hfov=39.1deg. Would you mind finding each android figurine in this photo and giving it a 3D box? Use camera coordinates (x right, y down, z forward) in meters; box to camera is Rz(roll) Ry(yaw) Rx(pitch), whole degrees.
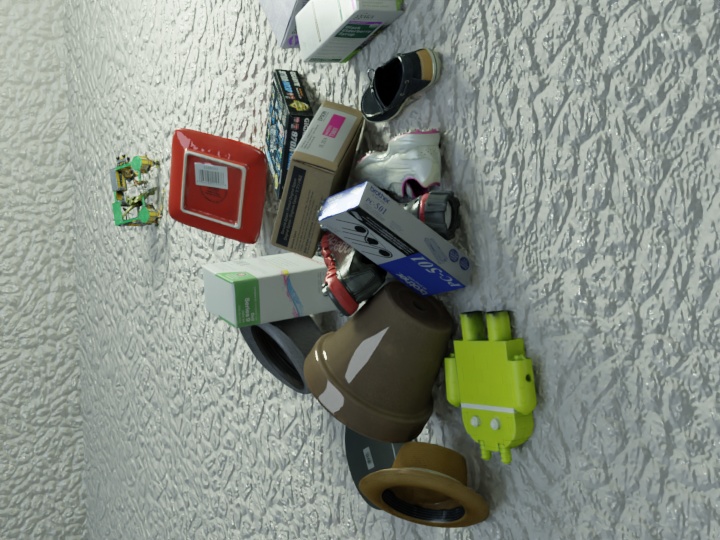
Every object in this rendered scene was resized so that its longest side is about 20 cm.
[{"bbox_3d":[0.172,0.153,1.343,0.182,0.041,0.201,-3,92,62],"label":"android figurine"}]

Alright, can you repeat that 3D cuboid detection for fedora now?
[{"bbox_3d":[0.094,0.294,1.423,0.201,0.200,0.082,-43,26,56],"label":"fedora"},{"bbox_3d":[-0.121,0.128,1.796,0.200,0.090,0.177,16,139,56],"label":"fedora"}]

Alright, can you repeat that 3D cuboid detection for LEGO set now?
[{"bbox_3d":[-0.547,-0.194,2.565,0.153,0.116,0.201,-21,80,31],"label":"LEGO set"}]

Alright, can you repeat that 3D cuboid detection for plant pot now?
[{"bbox_3d":[0.043,0.117,1.446,0.175,0.200,0.200,-58,44,24],"label":"plant pot"}]

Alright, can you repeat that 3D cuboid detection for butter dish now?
[{"bbox_3d":[-0.255,-0.180,1.964,0.199,0.148,0.200,17,119,14],"label":"butter dish"}]

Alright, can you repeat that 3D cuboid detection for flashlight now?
[{"bbox_3d":[0.036,-0.077,1.411,0.199,0.068,0.068,2,134,25],"label":"flashlight"}]

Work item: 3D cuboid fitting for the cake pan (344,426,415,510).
[{"bbox_3d":[0.030,0.298,1.642,0.200,0.037,0.201,24,117,58],"label":"cake pan"}]

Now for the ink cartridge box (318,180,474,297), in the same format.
[{"bbox_3d":[0.049,-0.039,1.360,0.094,0.200,0.044,-16,46,51],"label":"ink cartridge box"}]

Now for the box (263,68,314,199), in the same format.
[{"bbox_3d":[-0.125,-0.236,1.744,0.200,0.046,0.160,-111,27,-56],"label":"box"}]

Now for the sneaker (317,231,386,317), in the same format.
[{"bbox_3d":[-0.007,-0.014,1.466,0.071,0.098,0.201,51,-168,-26],"label":"sneaker"}]

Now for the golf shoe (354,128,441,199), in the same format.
[{"bbox_3d":[0.052,-0.138,1.466,0.200,0.075,0.092,-24,79,62],"label":"golf shoe"}]

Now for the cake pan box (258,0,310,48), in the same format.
[{"bbox_3d":[-0.122,-0.507,1.726,0.185,0.052,0.200,66,148,32],"label":"cake pan box"}]

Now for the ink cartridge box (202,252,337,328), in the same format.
[{"bbox_3d":[-0.154,0.029,1.752,0.145,0.199,0.088,20,117,58],"label":"ink cartridge box"}]

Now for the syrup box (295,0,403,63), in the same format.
[{"bbox_3d":[-0.020,-0.387,1.531,0.200,0.078,0.082,-22,76,61],"label":"syrup box"}]

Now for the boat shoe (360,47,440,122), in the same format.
[{"bbox_3d":[0.042,-0.266,1.464,0.200,0.062,0.075,-22,79,62],"label":"boat shoe"}]

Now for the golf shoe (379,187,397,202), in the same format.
[{"bbox_3d":[0.037,-0.060,1.496,0.200,0.088,0.078,38,127,51],"label":"golf shoe"}]

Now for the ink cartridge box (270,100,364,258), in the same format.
[{"bbox_3d":[-0.064,-0.143,1.565,0.200,0.075,0.165,-67,-6,-53],"label":"ink cartridge box"}]

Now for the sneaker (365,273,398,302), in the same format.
[{"bbox_3d":[0.000,0.000,1.595,0.200,0.075,0.092,34,130,56],"label":"sneaker"}]
